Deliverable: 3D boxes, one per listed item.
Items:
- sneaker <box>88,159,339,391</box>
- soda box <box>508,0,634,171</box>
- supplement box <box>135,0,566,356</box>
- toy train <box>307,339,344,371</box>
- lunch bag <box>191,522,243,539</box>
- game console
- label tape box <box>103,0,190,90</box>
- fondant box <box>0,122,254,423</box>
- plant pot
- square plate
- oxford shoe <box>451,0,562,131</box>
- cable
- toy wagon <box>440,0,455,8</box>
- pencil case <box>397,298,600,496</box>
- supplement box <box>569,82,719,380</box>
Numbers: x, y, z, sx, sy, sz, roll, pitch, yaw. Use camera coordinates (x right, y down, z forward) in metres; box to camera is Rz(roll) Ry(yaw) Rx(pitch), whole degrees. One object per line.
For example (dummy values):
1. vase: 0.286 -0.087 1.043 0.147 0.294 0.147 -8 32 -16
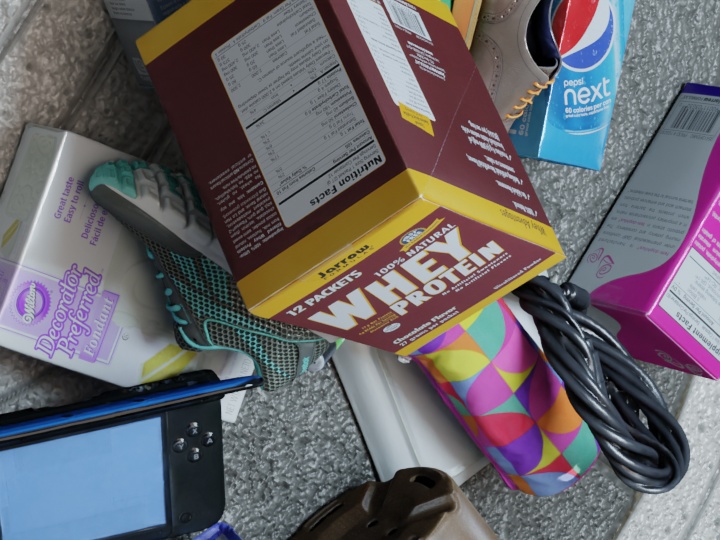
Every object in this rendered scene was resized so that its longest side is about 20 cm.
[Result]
1. sneaker: -0.100 0.009 1.561 0.200 0.078 0.091 36 106 -15
2. soda box: 0.152 -0.178 1.781 0.064 0.068 0.200 9 93 -36
3. supplement box: -0.004 -0.075 1.526 0.197 0.133 0.200 18 44 -58
4. toy train: 0.000 0.000 1.689 0.200 0.042 0.056 -50 126 -43
5. lunch bag: -0.124 0.297 1.637 0.200 0.127 0.170 -33 116 -20
6. game console: -0.167 0.134 1.541 0.200 0.118 0.171 -11 120 -19
7. label tape box: -0.110 -0.237 1.591 0.143 0.066 0.200 -33 113 -27
8. fondant box: -0.150 0.004 1.610 0.200 0.058 0.144 21 86 -35
9. plant pot: 0.050 0.259 1.723 0.200 0.200 0.198 -40 111 -23
10. square plate: 0.077 0.060 1.797 0.200 0.028 0.198 -33 115 -26
11. oxford shoe: 0.099 -0.130 1.726 0.071 0.073 0.200 -40 142 -54
12. cable: 0.172 0.074 1.737 0.051 0.200 0.163 -32 144 9
13. toy wagon: 0.042 -0.243 1.677 0.200 0.040 0.155 -60 147 -28
14. pencil case: 0.092 0.078 1.740 0.088 0.088 0.200 -52 123 -16
15. supplement box: 0.261 -0.031 1.864 0.103 0.101 0.200 41 75 -34
